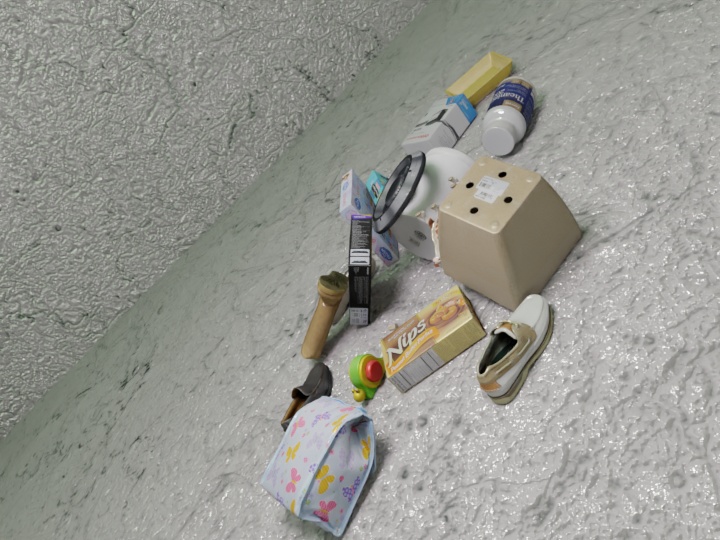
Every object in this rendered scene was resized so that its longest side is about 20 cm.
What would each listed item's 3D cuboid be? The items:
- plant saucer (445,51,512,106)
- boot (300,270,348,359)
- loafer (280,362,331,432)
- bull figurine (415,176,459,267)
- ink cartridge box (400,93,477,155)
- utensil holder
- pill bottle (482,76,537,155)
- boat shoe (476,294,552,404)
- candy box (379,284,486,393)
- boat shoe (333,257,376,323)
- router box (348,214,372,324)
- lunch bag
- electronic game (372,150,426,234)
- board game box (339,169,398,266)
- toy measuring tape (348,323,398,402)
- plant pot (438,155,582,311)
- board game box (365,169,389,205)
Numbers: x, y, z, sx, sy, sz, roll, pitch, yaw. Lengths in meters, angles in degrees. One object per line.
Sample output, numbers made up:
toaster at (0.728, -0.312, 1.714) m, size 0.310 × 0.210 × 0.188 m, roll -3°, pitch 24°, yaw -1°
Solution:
plant saucer at (0.381, -0.599, 1.824) m, size 0.199 × 0.048 × 0.201 m, roll -39°, pitch 26°, yaw 12°
boot at (-0.087, 0.113, 1.312) m, size 0.175 × 0.065 × 0.204 m, roll -29°, pitch -39°, yaw -77°
loafer at (-0.115, 0.272, 1.234) m, size 0.072 × 0.072 × 0.202 m, roll -28°, pitch 29°, yaw 31°
bull figurine at (0.189, -0.101, 1.193) m, size 0.200 × 0.122 × 0.065 m, roll -48°, pitch 21°, yaw -24°
ink cartridge box at (0.236, -0.426, 1.738) m, size 0.201 × 0.084 × 0.144 m, roll -53°, pitch 27°, yaw -16°
utensil holder at (0.178, -0.151, 1.322) m, size 0.168 × 0.170 × 0.202 m, roll -4°, pitch 48°, yaw 53°
pill bottle at (0.372, -0.388, 1.449) m, size 0.110 × 0.111 × 0.202 m, roll -14°, pitch 39°, yaw 45°
boat shoe at (0.252, 0.113, 0.933) m, size 0.074 × 0.068 × 0.202 m, roll -6°, pitch 45°, yaw 52°
candy box at (0.133, 0.130, 1.099) m, size 0.199 × 0.055 × 0.116 m, roll -38°, pitch 26°, yaw 14°
boat shoe at (-0.038, 0.042, 1.470) m, size 0.201 × 0.067 × 0.057 m, roll -54°, pitch 32°, yaw -11°
router box at (0.000, 0.000, 1.314) m, size 0.051 × 0.203 × 0.160 m, roll 1°, pitch 48°, yaw 1°
lunch bag at (-0.061, 0.330, 1.013) m, size 0.168 × 0.126 × 0.203 m, roll -3°, pitch 57°, yaw 57°
electronic game at (0.084, -0.171, 1.260) m, size 0.202 × 0.041 × 0.201 m, roll -57°, pitch 14°, yaw 22°
board game box at (0.023, -0.140, 1.495) m, size 0.041 × 0.200 × 0.202 m, roll -33°, pitch 27°, yaw 20°
toy measuring tape at (0.023, 0.175, 1.177) m, size 0.073 × 0.074 × 0.202 m, roll -16°, pitch 38°, yaw 44°
plant pot at (0.250, -0.082, 1.033) m, size 0.198 × 0.178 × 0.201 m, roll 30°, pitch 75°, yaw 42°
board game box at (0.101, -0.179, 1.491) m, size 0.047 × 0.149 × 0.201 m, roll -58°, pitch 21°, yaw 19°
